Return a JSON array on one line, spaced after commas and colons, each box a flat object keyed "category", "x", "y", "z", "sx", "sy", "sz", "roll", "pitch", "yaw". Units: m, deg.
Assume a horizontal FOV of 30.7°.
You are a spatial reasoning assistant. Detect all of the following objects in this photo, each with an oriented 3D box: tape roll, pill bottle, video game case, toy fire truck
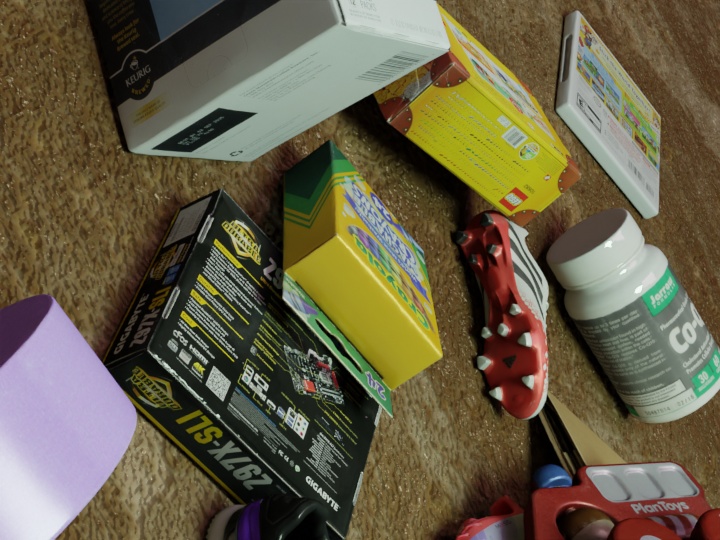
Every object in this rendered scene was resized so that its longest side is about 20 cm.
[{"category": "tape roll", "x": -0.195, "y": 0.095, "z": 0.559, "sx": 0.066, "sy": 0.199, "sz": 0.200, "roll": 57, "pitch": 35, "yaw": -16}, {"category": "pill bottle", "x": 0.277, "y": 0.045, "z": 1.326, "sx": 0.200, "sy": 0.113, "sz": 0.113, "roll": 56, "pitch": 35, "yaw": -16}, {"category": "video game case", "x": 0.303, "y": -0.189, "z": 1.586, "sx": 0.200, "sy": 0.023, "sz": 0.183, "roll": 44, "pitch": 40, "yaw": -29}, {"category": "toy fire truck", "x": 0.210, "y": 0.214, "z": 1.018, "sx": 0.199, "sy": 0.113, "sz": 0.168, "roll": 1, "pitch": 32, "yaw": -27}]

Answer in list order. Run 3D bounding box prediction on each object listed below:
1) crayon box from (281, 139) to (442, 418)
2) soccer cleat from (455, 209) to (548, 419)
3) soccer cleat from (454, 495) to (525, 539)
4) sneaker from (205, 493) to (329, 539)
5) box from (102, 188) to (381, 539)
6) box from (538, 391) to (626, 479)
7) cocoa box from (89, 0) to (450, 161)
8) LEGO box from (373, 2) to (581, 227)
[{"category": "crayon box", "x": 0.000, "y": 0.000, "z": 0.962, "sx": 0.126, "sy": 0.051, "sz": 0.200, "roll": 49, "pitch": 17, "yaw": -24}, {"category": "soccer cleat", "x": 0.142, "y": 0.038, "z": 1.187, "sx": 0.085, "sy": 0.068, "sz": 0.201, "roll": 14, "pitch": 54, "yaw": -45}, {"category": "soccer cleat", "x": 0.085, "y": 0.230, "z": 1.001, "sx": 0.073, "sy": 0.068, "sz": 0.200, "roll": 55, "pitch": 31, "yaw": 14}, {"category": "sneaker", "x": -0.033, "y": 0.231, "z": 0.791, "sx": 0.069, "sy": 0.099, "sz": 0.201, "roll": 5, "pitch": 66, "yaw": -51}, {"category": "box", "x": -0.068, "y": 0.069, "z": 0.890, "sx": 0.200, "sy": 0.049, "sz": 0.160, "roll": 48, "pitch": 35, "yaw": -26}, {"category": "box", "x": 0.242, "y": 0.210, "z": 1.204, "sx": 0.200, "sy": 0.021, "sz": 0.164, "roll": 41, "pitch": 15, "yaw": -32}, {"category": "cocoa box", "x": -0.066, "y": -0.175, "z": 0.901, "sx": 0.133, "sy": 0.199, "sz": 0.132, "roll": -2, "pitch": 71, "yaw": -54}, {"category": "LEGO box", "x": 0.091, "y": -0.151, "z": 1.177, "sx": 0.200, "sy": 0.077, "sz": 0.149, "roll": 34, "pitch": 24, "yaw": -39}]
